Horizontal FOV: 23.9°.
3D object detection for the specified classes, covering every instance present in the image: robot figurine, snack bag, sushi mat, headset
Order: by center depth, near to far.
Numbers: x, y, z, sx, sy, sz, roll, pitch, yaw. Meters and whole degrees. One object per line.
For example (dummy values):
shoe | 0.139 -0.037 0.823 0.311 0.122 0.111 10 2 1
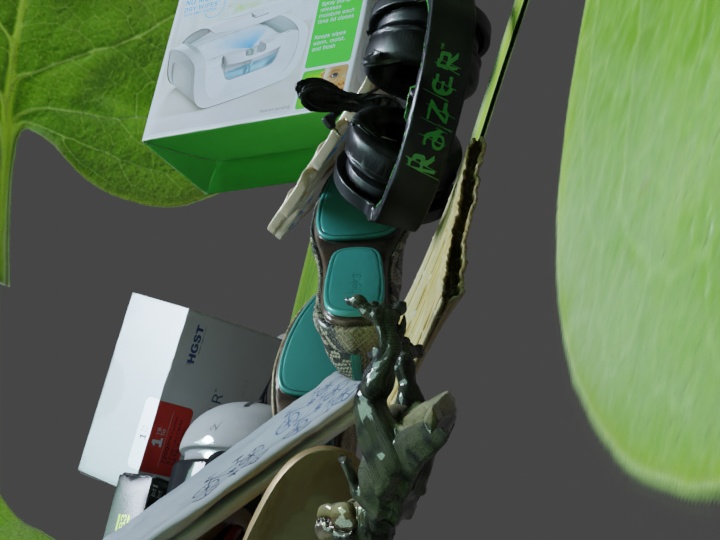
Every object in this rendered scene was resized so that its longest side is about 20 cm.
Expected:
sushi mat | 0.031 0.021 0.868 0.200 0.012 0.096 110 173 -60
headset | 0.014 -0.089 0.900 0.200 0.093 0.125 -129 52 -83
snack bag | -0.080 0.121 1.006 0.188 0.021 0.200 -36 3 -6
robot figurine | -0.090 0.200 1.282 0.150 0.124 0.202 -23 51 62

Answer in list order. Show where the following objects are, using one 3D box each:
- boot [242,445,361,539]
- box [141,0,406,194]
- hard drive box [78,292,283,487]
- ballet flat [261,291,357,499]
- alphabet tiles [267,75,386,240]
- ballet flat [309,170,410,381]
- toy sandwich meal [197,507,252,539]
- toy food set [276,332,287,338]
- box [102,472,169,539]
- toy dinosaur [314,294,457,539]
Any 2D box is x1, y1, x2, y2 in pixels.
boot | -0.030 0.146 0.927 0.144 0.070 0.203 -84 4 -62
box | -0.052 -0.167 1.355 0.097 0.199 0.178 40 -126 -47
hard drive box | -0.124 0.121 1.446 0.076 0.199 0.157 14 86 42
ballet flat | -0.029 0.102 1.146 0.066 0.070 0.201 85 -165 -50
alphabet tiles | 0.003 -0.111 1.143 0.200 0.015 0.196 -55 -1 27
ballet flat | 0.000 0.000 1.103 0.201 0.067 0.076 -85 -7 -52
toy sandwich meal | -0.083 0.241 1.001 0.205 0.070 0.207 16 -90 -74
toy food set | -0.041 0.026 1.605 0.144 0.060 0.202 -115 38 -85
box | -0.136 0.280 1.360 0.200 0.047 0.195 29 -111 -48
toy dinosaur | 0.015 0.063 0.739 0.200 0.047 0.089 111 157 -63
